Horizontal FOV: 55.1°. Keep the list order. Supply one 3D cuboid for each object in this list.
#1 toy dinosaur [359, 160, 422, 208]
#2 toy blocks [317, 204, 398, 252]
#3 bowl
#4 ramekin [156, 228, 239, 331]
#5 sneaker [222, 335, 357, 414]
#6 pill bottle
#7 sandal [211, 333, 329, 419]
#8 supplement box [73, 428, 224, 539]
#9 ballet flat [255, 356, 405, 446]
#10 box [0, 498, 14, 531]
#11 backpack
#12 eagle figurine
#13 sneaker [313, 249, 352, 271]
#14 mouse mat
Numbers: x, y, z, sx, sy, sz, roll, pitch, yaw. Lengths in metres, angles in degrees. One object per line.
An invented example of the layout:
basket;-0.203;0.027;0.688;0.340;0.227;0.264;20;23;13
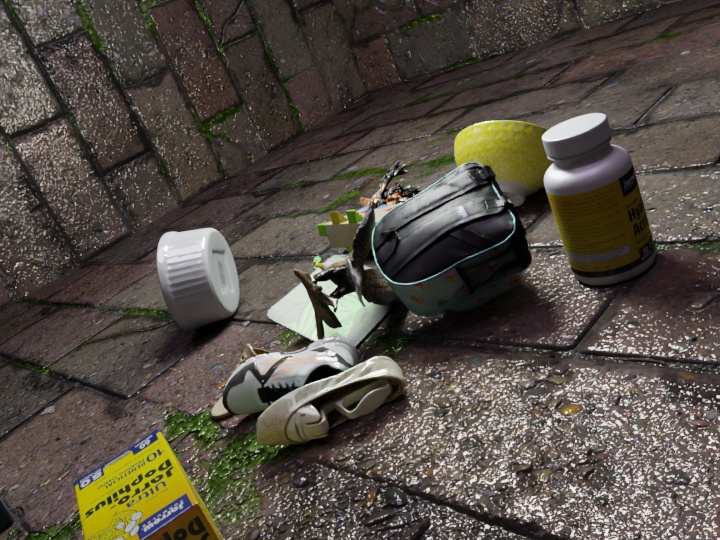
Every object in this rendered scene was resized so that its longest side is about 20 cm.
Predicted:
toy dinosaur;0.059;-0.160;1.523;0.199;0.102;0.136;24;65;37
toy blocks;0.029;-0.092;1.394;0.136;0.101;0.199;-26;19;-38
bowl;0.263;-0.179;1.259;0.199;0.199;0.109;-5;70;43
ramekin;-0.314;0.012;1.365;0.097;0.202;0.201;-13;21;7
sneaker;-0.099;0.150;0.935;0.199;0.074;0.080;-23;22;7
pill bottle;0.301;-0.092;0.888;0.110;0.201;0.111;-22;20;8
sandal;-0.145;0.133;1.033;0.211;0.070;0.078;-30;20;-15
supplement box;-0.213;0.268;0.712;0.108;0.110;0.200;-32;21;-20
ballet flat;-0.037;0.165;0.839;0.199;0.068;0.062;-28;30;-8
box;-0.633;0.352;0.982;0.200;0.118;0.196;-36;22;-32
backpack;0.123;-0.032;0.974;0.199;0.154;0.177;-24;48;5
eagle figurine;-0.005;-0.004;1.033;0.199;0.152;0.151;-30;62;-35
sneaker;-0.036;-0.001;1.240;0.083;0.077;0.200;-28;21;1
mouse mat;-0.032;0.048;1.102;0.160;0.008;0.200;23;44;25
